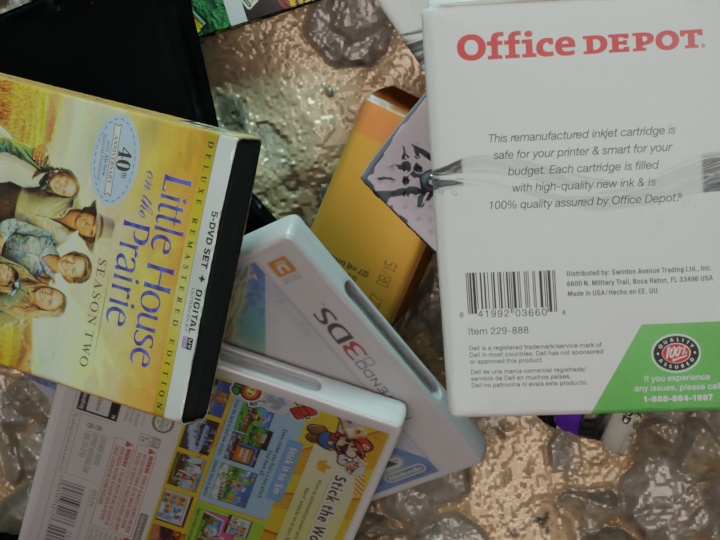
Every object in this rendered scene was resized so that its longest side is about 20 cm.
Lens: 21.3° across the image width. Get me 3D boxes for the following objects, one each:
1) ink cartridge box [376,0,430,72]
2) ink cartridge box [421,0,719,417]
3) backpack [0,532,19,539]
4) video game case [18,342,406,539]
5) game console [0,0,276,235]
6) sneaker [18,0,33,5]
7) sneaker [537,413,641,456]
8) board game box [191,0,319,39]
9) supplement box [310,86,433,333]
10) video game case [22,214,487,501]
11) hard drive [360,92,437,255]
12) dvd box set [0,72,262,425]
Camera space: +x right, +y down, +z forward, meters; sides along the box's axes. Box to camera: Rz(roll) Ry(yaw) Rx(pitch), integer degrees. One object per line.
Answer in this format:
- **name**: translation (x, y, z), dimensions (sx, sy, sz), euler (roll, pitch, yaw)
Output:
- **ink cartridge box**: translation (0.089, -0.160, 1.027), dimensions (0.146, 0.084, 0.200), euler (-35, 95, 16)
- **ink cartridge box**: translation (0.111, -0.038, 0.919), dimensions (0.145, 0.084, 0.201), euler (-1, 103, 10)
- **backpack**: translation (-0.205, 0.244, 1.104), dimensions (0.182, 0.200, 0.148), euler (20, 106, 6)
- **video game case**: translation (-0.088, 0.116, 1.061), dimensions (0.181, 0.023, 0.200), euler (19, 131, -3)
- **game console**: translation (-0.143, -0.049, 1.052), dimensions (0.199, 0.117, 0.176), euler (-17, 138, 25)
- **sneaker**: translation (-0.157, -0.133, 1.095), dimensions (0.081, 0.075, 0.201), euler (14, 111, 1)
- **sneaker**: translation (0.132, -0.003, 1.057), dimensions (0.099, 0.070, 0.201), euler (19, 103, 10)
- **board game box**: translation (-0.088, -0.238, 1.082), dimensions (0.104, 0.023, 0.201), euler (-16, 97, 16)
- **supplement box**: translation (0.000, 0.000, 1.087), dimensions (0.066, 0.069, 0.201), euler (25, 103, 6)
- **video game case**: translation (-0.061, 0.071, 1.044), dimensions (0.199, 0.022, 0.182), euler (-23, 122, 30)
- **hard drive**: translation (0.111, -0.077, 0.976), dimensions (0.135, 0.042, 0.200), euler (44, 106, -3)
- **dvd box set**: translation (-0.154, -0.018, 0.970), dimensions (0.199, 0.029, 0.147), euler (16, 99, 24)
